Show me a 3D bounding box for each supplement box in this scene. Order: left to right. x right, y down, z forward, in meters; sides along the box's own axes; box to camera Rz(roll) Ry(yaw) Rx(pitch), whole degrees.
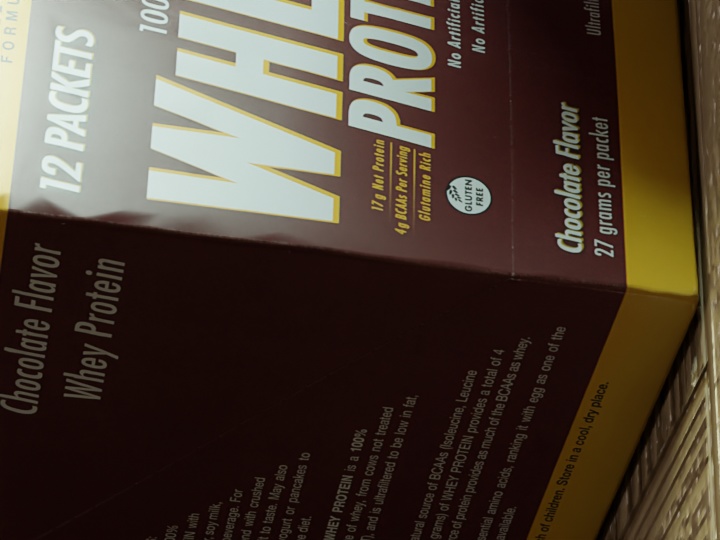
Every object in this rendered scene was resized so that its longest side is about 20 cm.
[{"bbox_3d":[-0.026,0.003,0.836,0.198,0.199,0.133,106,168,-51],"label":"supplement box"}]
